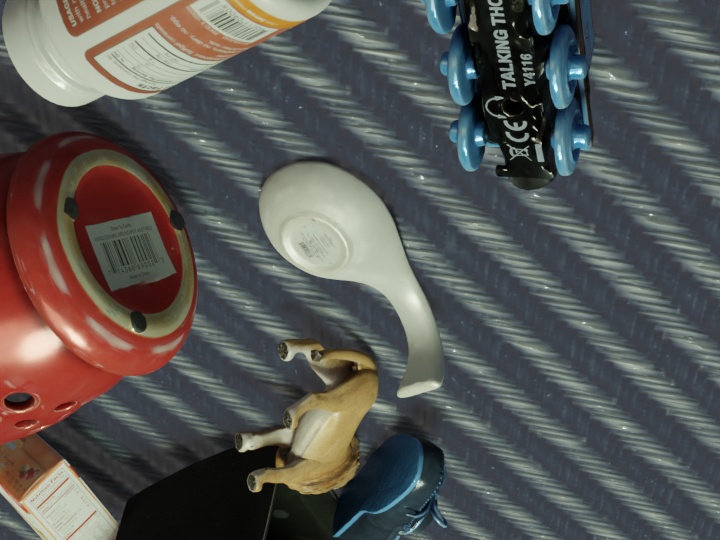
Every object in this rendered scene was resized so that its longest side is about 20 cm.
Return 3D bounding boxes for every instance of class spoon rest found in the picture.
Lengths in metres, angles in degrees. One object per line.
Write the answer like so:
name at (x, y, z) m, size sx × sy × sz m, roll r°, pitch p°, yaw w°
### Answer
spoon rest at (0.000, 0.000, 1.178) m, size 0.099 × 0.061 × 0.200 m, roll -17°, pitch 118°, yaw 33°

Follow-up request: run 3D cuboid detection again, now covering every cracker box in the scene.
cracker box at (-0.279, 0.218, 1.483) m, size 0.134 × 0.058 × 0.200 m, roll 30°, pitch 157°, yaw 43°

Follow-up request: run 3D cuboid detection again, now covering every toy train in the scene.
toy train at (0.092, -0.140, 0.914) m, size 0.086 × 0.115 × 0.201 m, roll 4°, pitch 140°, yaw 19°

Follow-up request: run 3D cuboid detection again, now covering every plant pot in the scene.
plant pot at (-0.119, 0.287, 1.435) m, size 0.176 × 0.201 × 0.200 m, roll -9°, pitch 136°, yaw 23°
plant pot at (-0.231, 0.005, 1.147) m, size 0.182 × 0.201 × 0.200 m, roll -24°, pitch 128°, yaw 29°

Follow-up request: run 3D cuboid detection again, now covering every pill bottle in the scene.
pill bottle at (-0.117, -0.169, 0.953) m, size 0.199 × 0.113 × 0.112 m, roll -19°, pitch 131°, yaw 36°

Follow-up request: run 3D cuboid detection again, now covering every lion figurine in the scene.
lion figurine at (-0.027, 0.120, 1.309) m, size 0.122 × 0.073 × 0.200 m, roll -4°, pitch 146°, yaw -33°

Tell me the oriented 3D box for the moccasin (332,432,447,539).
moccasin at (0.037, 0.190, 1.386) m, size 0.068 × 0.081 × 0.200 m, roll 19°, pitch 157°, yaw -12°
